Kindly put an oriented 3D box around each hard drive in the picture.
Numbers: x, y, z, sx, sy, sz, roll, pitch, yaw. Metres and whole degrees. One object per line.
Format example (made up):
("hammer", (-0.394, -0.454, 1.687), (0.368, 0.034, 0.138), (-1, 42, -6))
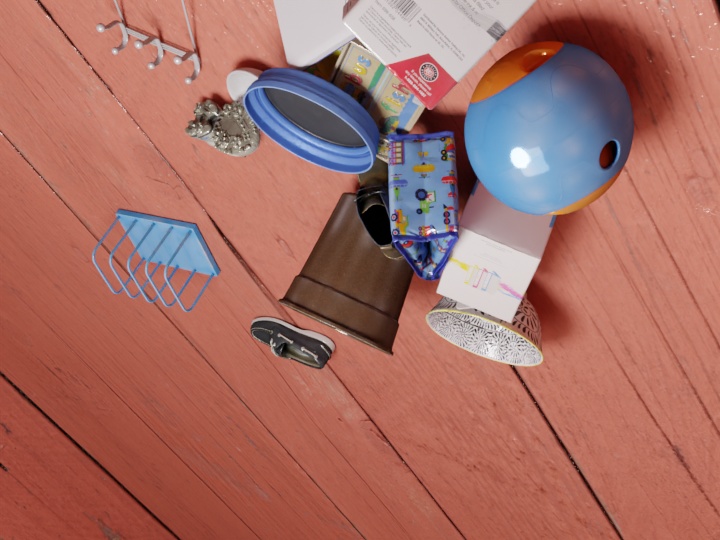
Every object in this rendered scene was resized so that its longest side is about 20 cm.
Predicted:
("hard drive", (-0.038, -0.345, 1.266), (0.199, 0.025, 0.135), (-18, 84, 51))

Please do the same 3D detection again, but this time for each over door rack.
("over door rack", (-0.314, -0.369, 1.491), (0.146, 0.067, 0.201), (23, 148, 10))

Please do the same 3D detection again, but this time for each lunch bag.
("lunch bag", (0.091, -0.083, 1.433), (0.092, 0.154, 0.200), (-3, 163, 5))

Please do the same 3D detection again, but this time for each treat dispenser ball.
("treat dispenser ball", (0.222, -0.166, 1.204), (0.198, 0.203, 0.202), (21, 147, 14))

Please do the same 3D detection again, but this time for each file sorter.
("file sorter", (-0.406, -0.016, 2.004), (0.197, 0.124, 0.140), (12, 144, 28))

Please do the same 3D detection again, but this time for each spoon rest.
("spoon rest", (-0.114, -0.241, 1.510), (0.197, 0.061, 0.100), (22, 149, 12))

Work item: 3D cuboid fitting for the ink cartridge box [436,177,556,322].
("ink cartridge box", (0.197, -0.032, 1.478), (0.123, 0.130, 0.201), (22, 148, 7))

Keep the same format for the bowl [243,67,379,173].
("bowl", (-0.064, -0.204, 1.386), (0.198, 0.040, 0.201), (24, 163, 8))

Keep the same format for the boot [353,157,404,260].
("boot", (0.029, -0.116, 1.455), (0.073, 0.204, 0.097), (-18, 176, 12))

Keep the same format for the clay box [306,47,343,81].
("clay box", (0.010, -0.287, 1.356), (0.197, 0.048, 0.116), (10, 146, 31))

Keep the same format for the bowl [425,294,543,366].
("bowl", (0.210, 0.067, 1.620), (0.197, 0.096, 0.201), (20, 163, 6))

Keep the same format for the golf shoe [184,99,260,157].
("golf shoe", (-0.189, -0.211, 1.581), (0.096, 0.079, 0.199), (28, -178, -37))

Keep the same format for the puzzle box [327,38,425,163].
("puzzle box", (0.016, -0.230, 1.366), (0.131, 0.026, 0.200), (29, 152, -3))

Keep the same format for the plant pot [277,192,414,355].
("plant pot", (0.000, 0.000, 1.579), (0.197, 0.201, 0.200), (24, 176, 2))

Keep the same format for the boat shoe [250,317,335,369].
("boat shoe", (-0.149, 0.149, 2.078), (0.197, 0.061, 0.076), (11, 144, 29))

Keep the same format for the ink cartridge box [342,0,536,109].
("ink cartridge box", (0.096, -0.308, 1.131), (0.144, 0.084, 0.200), (41, 109, -17))
